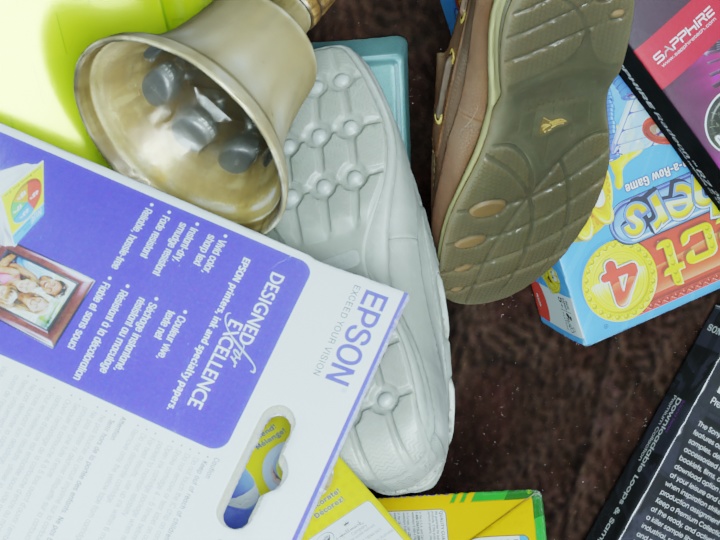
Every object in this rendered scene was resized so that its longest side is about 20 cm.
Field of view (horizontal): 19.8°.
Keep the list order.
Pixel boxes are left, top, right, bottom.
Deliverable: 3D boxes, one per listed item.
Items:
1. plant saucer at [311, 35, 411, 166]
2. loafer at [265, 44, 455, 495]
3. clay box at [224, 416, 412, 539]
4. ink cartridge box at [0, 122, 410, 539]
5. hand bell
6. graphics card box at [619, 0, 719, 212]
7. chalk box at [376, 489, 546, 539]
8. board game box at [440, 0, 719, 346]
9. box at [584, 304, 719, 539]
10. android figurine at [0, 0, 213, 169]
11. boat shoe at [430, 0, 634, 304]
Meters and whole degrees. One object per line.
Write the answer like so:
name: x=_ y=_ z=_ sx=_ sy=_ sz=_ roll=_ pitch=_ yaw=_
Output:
plant saucer: x=-0.006 y=-0.006 z=0.960 sx=0.069 sy=0.019 sz=0.202 roll=-6 pitch=104 yaw=-15
loafer: x=0.000 y=0.000 z=0.893 sx=0.069 sy=0.070 sz=0.202 roll=-13 pitch=69 yaw=15
clay box: x=-0.069 y=0.096 z=0.834 sx=0.114 sy=0.200 sz=0.048 roll=-31 pitch=153 yaw=-23
ink cartridge box: x=-0.106 y=0.057 z=0.801 sx=0.198 sy=0.044 sz=0.199 roll=22 pitch=59 yaw=7
hand bell: x=-0.023 y=-0.118 z=0.881 sx=0.104 sy=0.104 sz=0.200 roll=50 pitch=55 yaw=-19
graphics card box: x=0.186 y=-0.100 z=0.922 sx=0.125 sy=0.051 sz=0.200 roll=-41 pitch=110 yaw=-6
chalk box: x=0.021 y=0.198 z=0.921 sx=0.123 sy=0.201 sz=0.125 roll=-4 pitch=59 yaw=-1
board game box: x=0.153 y=-0.095 z=0.969 sx=0.199 sy=0.056 sz=0.197 roll=-23 pitch=106 yaw=-11
box: x=0.191 y=0.137 z=1.039 sx=0.142 sy=0.036 sz=0.201 roll=29 pitch=93 yaw=-21
android figurine: x=-0.144 y=-0.097 z=0.888 sx=0.180 sy=0.041 sz=0.202 roll=-15 pitch=106 yaw=-13
boat shoe: x=0.066 y=-0.071 z=0.884 sx=0.071 sy=0.068 sz=0.201 roll=-8 pitch=136 yaw=-18
